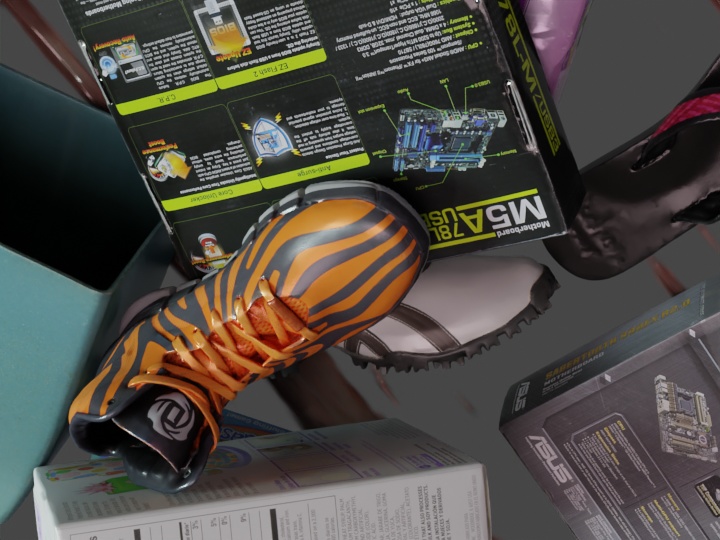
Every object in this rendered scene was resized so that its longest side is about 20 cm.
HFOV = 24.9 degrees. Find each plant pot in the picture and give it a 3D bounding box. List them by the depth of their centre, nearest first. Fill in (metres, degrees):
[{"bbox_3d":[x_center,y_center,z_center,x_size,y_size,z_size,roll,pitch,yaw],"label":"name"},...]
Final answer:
[{"bbox_3d":[-0.193,0.024,0.869,0.141,0.142,0.201,25,124,3],"label":"plant pot"}]

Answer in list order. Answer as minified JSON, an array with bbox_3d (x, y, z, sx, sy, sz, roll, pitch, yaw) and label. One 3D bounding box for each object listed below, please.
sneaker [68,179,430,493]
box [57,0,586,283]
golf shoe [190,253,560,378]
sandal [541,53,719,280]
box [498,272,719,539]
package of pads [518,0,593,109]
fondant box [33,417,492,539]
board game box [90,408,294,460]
[{"bbox_3d":[-0.055,0.041,0.737,0.199,0.112,0.078,-33,110,36],"label":"sneaker"},{"bbox_3d":[-0.021,-0.089,0.740,0.199,0.048,0.194,-12,117,27],"label":"box"},{"bbox_3d":[0.000,0.000,0.839,0.198,0.078,0.095,-6,112,16],"label":"golf shoe"},{"bbox_3d":[0.170,-0.055,0.786,0.200,0.045,0.075,-38,99,26],"label":"sandal"},{"bbox_3d":[0.191,0.114,0.854,0.158,0.048,0.201,-31,103,24],"label":"box"},{"bbox_3d":[0.054,-0.154,0.757,0.120,0.076,0.201,21,117,8],"label":"package of pads"},{"bbox_3d":[-0.053,0.121,0.790,0.198,0.144,0.059,-5,95,-15],"label":"fondant box"},{"bbox_3d":[-0.064,0.163,0.945,0.198,0.045,0.153,17,117,8],"label":"board game box"}]
